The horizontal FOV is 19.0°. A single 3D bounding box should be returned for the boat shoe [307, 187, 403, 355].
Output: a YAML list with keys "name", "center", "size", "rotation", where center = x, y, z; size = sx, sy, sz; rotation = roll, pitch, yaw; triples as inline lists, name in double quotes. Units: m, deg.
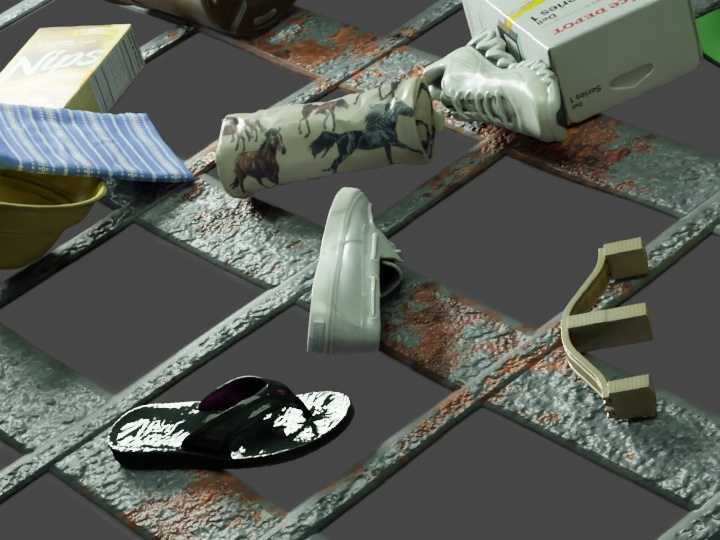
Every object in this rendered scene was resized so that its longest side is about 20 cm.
- name: "boat shoe"
  center: [0.000, 0.000, 1.742]
  size: [0.068, 0.072, 0.200]
  rotation: [8, 29, 2]

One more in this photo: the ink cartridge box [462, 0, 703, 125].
- name: "ink cartridge box"
  center: [0.199, -0.230, 1.964]
  size: [0.145, 0.084, 0.200]
  rotation: [-25, 33, -10]

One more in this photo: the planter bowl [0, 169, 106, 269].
- name: "planter bowl"
  center: [-0.334, -0.054, 1.936]
  size: [0.200, 0.084, 0.200]
  rotation: [12, 18, -4]

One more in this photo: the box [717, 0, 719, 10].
- name: "box"
  center: [0.358, -0.309, 1.983]
  size: [0.075, 0.100, 0.200]
  rotation: [-11, 31, 12]

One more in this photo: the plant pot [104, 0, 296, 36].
- name: "plant pot"
  center: [-0.168, -0.344, 2.236]
  size: [0.200, 0.201, 0.198]
  rotation: [-37, 45, -27]

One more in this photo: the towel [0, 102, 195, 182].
- name: "towel"
  center: [-0.268, -0.123, 2.001]
  size: [0.199, 0.024, 0.145]
  rotation: [3, 25, -28]

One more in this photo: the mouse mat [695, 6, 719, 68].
- name: "mouse mat"
  center: [0.389, -0.211, 1.915]
  size: [0.161, 0.008, 0.200]
  rotation: [-25, 33, -11]

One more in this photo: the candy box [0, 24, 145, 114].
- name: "candy box"
  center: [-0.312, -0.173, 2.159]
  size: [0.115, 0.055, 0.200]
  rotation: [1, 38, 25]

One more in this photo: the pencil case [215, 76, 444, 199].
- name: "pencil case"
  center: [-0.027, -0.117, 1.913]
  size: [0.199, 0.078, 0.089]
  rotation: [-10, 6, 12]

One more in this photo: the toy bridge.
- name: "toy bridge"
  center: [0.185, 0.043, 1.616]
  size: [0.067, 0.027, 0.200]
  rotation: [-12, 33, 12]

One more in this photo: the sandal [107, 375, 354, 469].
- name: "sandal"
  center: [-0.104, 0.114, 1.633]
  size: [0.200, 0.048, 0.075]
  rotation: [-7, 34, 18]

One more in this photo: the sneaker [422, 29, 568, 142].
- name: "sneaker"
  center: [0.120, -0.152, 1.896]
  size: [0.081, 0.075, 0.200]
  rotation: [-20, 24, -14]
